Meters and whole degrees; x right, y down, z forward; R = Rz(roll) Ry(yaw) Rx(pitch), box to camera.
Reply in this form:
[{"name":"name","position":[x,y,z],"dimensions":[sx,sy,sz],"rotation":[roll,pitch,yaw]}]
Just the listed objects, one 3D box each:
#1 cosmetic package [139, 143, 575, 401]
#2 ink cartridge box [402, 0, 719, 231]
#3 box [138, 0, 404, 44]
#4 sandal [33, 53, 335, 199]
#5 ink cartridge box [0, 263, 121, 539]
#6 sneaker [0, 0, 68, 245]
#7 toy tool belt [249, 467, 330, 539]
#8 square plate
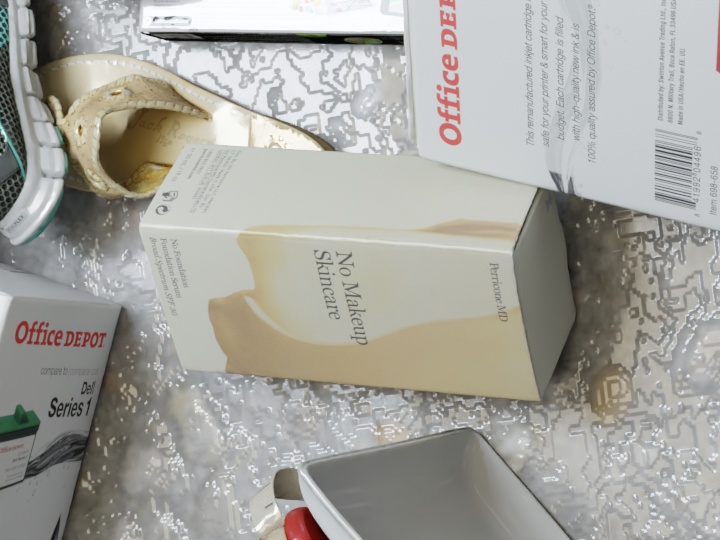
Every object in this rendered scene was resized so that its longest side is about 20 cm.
[{"name":"cosmetic package","position":[0.000,0.000,1.270],"dimensions":[0.199,0.071,0.105],"rotation":[3,132,22]},{"name":"ink cartridge box","position":[0.126,-0.109,1.177],"dimensions":[0.199,0.084,0.145],"rotation":[14,134,21]},{"name":"box","position":[-0.018,-0.175,1.330],"dimensions":[0.199,0.035,0.110],"rotation":[3,88,21]},{"name":"sandal","position":[-0.114,-0.072,1.342],"dimensions":[0.211,0.070,0.078],"rotation":[15,92,21]},{"name":"ink cartridge box","position":[-0.211,0.098,1.329],"dimensions":[0.084,0.146,0.201],"rotation":[16,93,18]},{"name":"sneaker","position":[-0.222,-0.108,1.353],"dimensions":[0.078,0.091,0.200],"rotation":[-45,53,34]},{"name":"toy tool belt","position":[-0.022,0.184,1.227],"dimensions":[0.123,0.200,0.125],"rotation":[-37,58,14]},{"name":"square plate","position":[0.068,0.163,1.192],"dimensions":[0.028,0.198,0.200],"rotation":[-45,73,20]}]
